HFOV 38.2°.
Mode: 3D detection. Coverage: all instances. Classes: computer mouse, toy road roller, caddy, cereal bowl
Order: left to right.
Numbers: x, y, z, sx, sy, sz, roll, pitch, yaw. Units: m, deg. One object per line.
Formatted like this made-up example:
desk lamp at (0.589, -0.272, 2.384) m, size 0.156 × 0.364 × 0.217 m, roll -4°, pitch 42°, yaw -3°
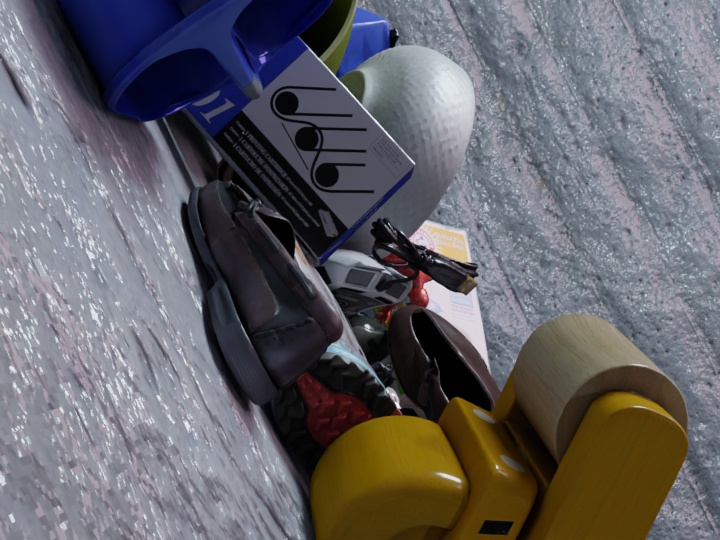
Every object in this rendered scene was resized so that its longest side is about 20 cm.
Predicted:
caddy at (-0.084, -0.142, 0.576) m, size 0.106 × 0.140 × 0.200 m, roll 59°, pitch 2°, yaw -4°
computer mouse at (0.000, 0.000, 0.827) m, size 0.108 × 0.198 × 0.045 m, roll 17°, pitch 71°, yaw -35°
cereal bowl at (0.006, -0.112, 0.910) m, size 0.083 × 0.201 × 0.201 m, roll 29°, pitch 18°, yaw -26°
toy road roller at (0.060, 0.110, 0.542) m, size 0.144 × 0.203 × 0.123 m, roll 24°, pitch 11°, yaw -14°

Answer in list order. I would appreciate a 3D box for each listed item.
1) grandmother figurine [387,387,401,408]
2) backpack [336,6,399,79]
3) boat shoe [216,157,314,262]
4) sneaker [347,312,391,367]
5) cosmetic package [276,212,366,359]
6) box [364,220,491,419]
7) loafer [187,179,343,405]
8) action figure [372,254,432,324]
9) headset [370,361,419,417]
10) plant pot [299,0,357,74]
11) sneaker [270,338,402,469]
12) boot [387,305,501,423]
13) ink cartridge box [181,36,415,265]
grandmother figurine at (0.039, 0.160, 0.966) m, size 0.200 × 0.119 × 0.062 m, roll 46°, pitch 53°, yaw -52°
backpack at (-0.072, -0.173, 1.092) m, size 0.162 × 0.165 × 0.204 m, roll 39°, pitch -48°, yaw 49°
boat shoe at (-0.080, -0.071, 0.842) m, size 0.072 × 0.075 × 0.200 m, roll 51°, pitch 1°, yaw -32°
sneaker at (-0.016, 0.070, 0.970) m, size 0.080 × 0.075 × 0.200 m, roll 53°, pitch -9°, yaw 11°
cosmetic package at (-0.037, 0.042, 0.755) m, size 0.083 × 0.050 × 0.200 m, roll 62°, pitch 1°, yaw 26°
box at (0.059, 0.056, 1.115) m, size 0.111 × 0.101 × 0.204 m, roll 13°, pitch 59°, yaw -35°
loafer at (-0.054, 0.000, 0.595) m, size 0.073 × 0.062 × 0.201 m, roll 62°, pitch 2°, yaw -32°
action figure at (0.011, -0.029, 1.005) m, size 0.065 × 0.099 × 0.202 m, roll 26°, pitch 32°, yaw -45°
headset at (0.041, 0.149, 0.798) m, size 0.200 × 0.094 × 0.124 m, roll 43°, pitch 12°, yaw -34°
plant pot at (-0.090, -0.192, 0.876) m, size 0.190 × 0.185 × 0.200 m, roll 63°, pitch -6°, yaw 14°
sneaker at (0.007, 0.105, 0.645) m, size 0.202 × 0.078 × 0.096 m, roll 63°, pitch -1°, yaw -30°
boot at (0.064, 0.068, 0.787) m, size 0.201 × 0.071 × 0.167 m, roll 59°, pitch -4°, yaw 36°
ink cartridge box at (-0.062, -0.111, 0.726) m, size 0.200 × 0.094 × 0.044 m, roll 47°, pitch -6°, yaw 4°
